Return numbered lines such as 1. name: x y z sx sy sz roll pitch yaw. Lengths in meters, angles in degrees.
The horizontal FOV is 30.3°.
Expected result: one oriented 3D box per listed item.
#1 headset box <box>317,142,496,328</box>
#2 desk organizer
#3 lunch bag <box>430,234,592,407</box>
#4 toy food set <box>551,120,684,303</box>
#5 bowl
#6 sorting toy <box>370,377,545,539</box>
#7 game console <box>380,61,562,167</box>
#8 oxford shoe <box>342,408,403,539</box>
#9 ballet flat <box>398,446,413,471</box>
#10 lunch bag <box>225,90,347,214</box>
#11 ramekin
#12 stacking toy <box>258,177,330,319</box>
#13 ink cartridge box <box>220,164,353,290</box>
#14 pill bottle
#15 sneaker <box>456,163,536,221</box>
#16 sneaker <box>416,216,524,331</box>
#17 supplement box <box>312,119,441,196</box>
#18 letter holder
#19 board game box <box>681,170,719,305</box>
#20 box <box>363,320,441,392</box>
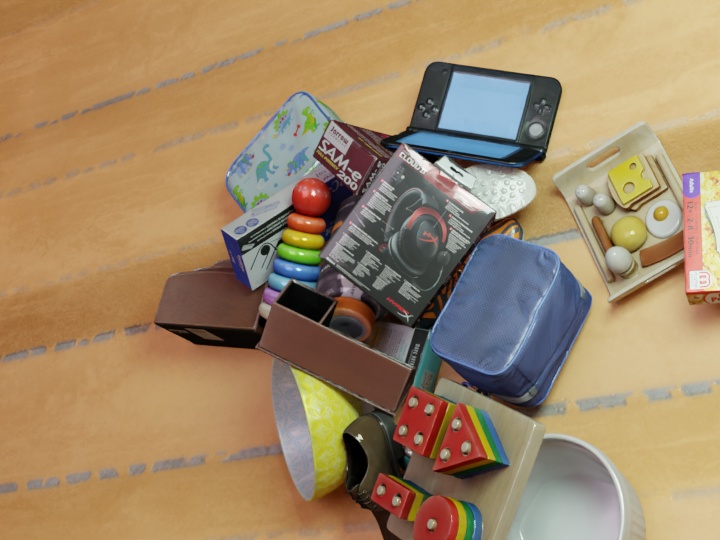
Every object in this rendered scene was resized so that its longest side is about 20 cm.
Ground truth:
1. headset box: 0.066 -0.050 1.664 0.148 0.075 0.200 36 90 7
2. desk organizer: -0.024 0.095 1.690 0.199 0.072 0.077 26 124 7
3. lunch bag: 0.190 0.073 1.650 0.135 0.132 0.201 23 80 41
4. toy food set: 0.333 -0.074 1.654 0.143 0.060 0.201 -33 56 21
5. bowl: -0.042 0.196 1.767 0.107 0.201 0.201 -11 55 -17
6. sorting toy: 0.101 0.240 1.558 0.198 0.069 0.201 21 91 58
7. game console: 0.150 -0.210 1.773 0.199 0.118 0.172 11 76 20
8. oxford shoe: 0.018 0.283 1.683 0.073 0.084 0.201 -13 95 55
9. ballet flat: 0.118 0.263 1.669 0.064 0.076 0.200 -34 54 -20
10. lunch bag: -0.100 -0.157 1.984 0.200 0.082 0.161 -48 53 10
11. ramekin: 0.235 0.298 1.543 0.199 0.105 0.201 -14 64 31
12. stacking toy: -0.079 -0.027 1.821 0.085 0.085 0.201 19 100 39
13. ink cartridge box: -0.096 -0.066 1.875 0.200 0.094 0.044 -35 44 -24
14. pill bottle: 0.000 0.000 1.794 0.106 0.106 0.201 -15 42 30
15. sneaker: 0.135 -0.084 1.749 0.199 0.080 0.077 -15 75 12
16. sneaker: 0.123 -0.001 1.741 0.200 0.112 0.078 -48 52 10
17. supplement box: 0.045 -0.137 1.792 0.109 0.199 0.061 44 113 39
18. letter holder: -0.184 0.033 1.956 0.199 0.100 0.143 2 71 36
19. board game box: 0.473 -0.043 1.524 0.199 0.046 0.153 -5 68 19
20. box: 0.016 0.111 1.812 0.199 0.049 0.083 10 77 38
